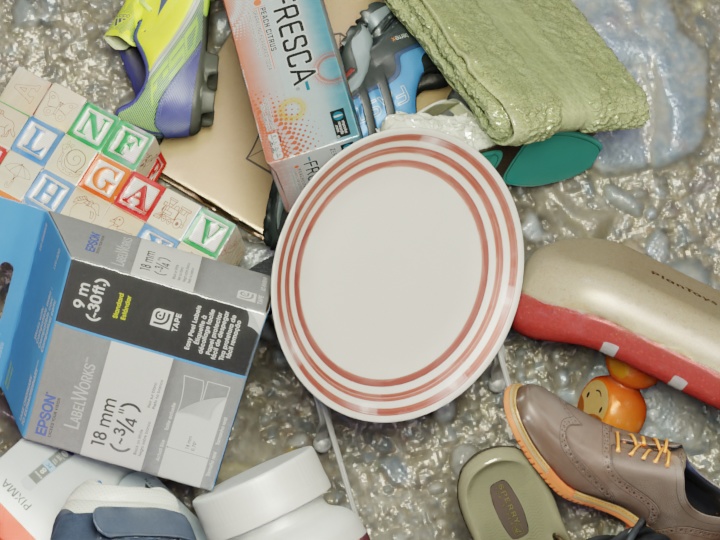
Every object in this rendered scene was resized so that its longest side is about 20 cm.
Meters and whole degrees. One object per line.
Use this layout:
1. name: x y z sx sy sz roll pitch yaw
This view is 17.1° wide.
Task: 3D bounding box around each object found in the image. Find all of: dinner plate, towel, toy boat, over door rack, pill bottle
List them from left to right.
1. pill bottle: -0.032 0.228 1.615 0.109 0.110 0.201 -24 91 -10
2. dinner plate: 0.023 0.003 1.613 0.199 0.024 0.201 -6 102 -31
3. over door rack: 0.048 0.128 1.688 0.147 0.067 0.201 -18 93 -8
4. towel: 0.106 -0.163 1.710 0.148 0.037 0.200 -9 48 -35
5. toy boat: 0.192 0.064 1.695 0.199 0.131 0.131 26 105 1

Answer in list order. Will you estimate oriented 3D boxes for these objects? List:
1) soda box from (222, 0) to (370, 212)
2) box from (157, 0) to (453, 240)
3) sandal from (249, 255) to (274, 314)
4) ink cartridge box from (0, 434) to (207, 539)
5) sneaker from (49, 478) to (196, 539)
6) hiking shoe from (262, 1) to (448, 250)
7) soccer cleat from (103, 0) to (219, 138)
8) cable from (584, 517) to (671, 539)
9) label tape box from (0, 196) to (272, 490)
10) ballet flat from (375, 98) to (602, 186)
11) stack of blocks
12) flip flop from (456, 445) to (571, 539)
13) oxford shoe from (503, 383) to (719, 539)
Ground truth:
1. soda box: -0.047 -0.143 1.651 0.068 0.064 0.201 -17 58 2
2. box: -0.037 -0.116 1.753 0.163 0.021 0.200 31 77 2
3. sandal: 0.001 0.000 1.687 0.199 0.076 0.043 -20 108 -7
4. ink cartridge box: -0.187 0.181 1.591 0.160 0.200 0.047 45 114 5
5. sneaker: -0.109 0.205 1.549 0.199 0.081 0.147 25 42 -19
6. hiking shoe: -0.001 -0.094 1.701 0.086 0.074 0.201 27 77 2
7. soccer cleat: -0.143 -0.191 1.730 0.083 0.065 0.201 2 69 -4
8. cable: 0.172 0.259 1.615 0.163 0.051 0.201 5 111 -27
9. label tape box: -0.172 0.049 1.597 0.199 0.063 0.145 16 116 -4
10. ballet flat: 0.091 -0.097 1.700 0.199 0.072 0.072 -8 75 -43
11. stack of blocks: -0.181 -0.044 1.686 0.199 0.059 0.115 28 77 13
12. flip flop: 0.130 0.211 1.643 0.081 0.058 0.201 -28 107 -6
13. oxford shoe: 0.182 0.129 1.653 0.200 0.073 0.071 35 37 -25
